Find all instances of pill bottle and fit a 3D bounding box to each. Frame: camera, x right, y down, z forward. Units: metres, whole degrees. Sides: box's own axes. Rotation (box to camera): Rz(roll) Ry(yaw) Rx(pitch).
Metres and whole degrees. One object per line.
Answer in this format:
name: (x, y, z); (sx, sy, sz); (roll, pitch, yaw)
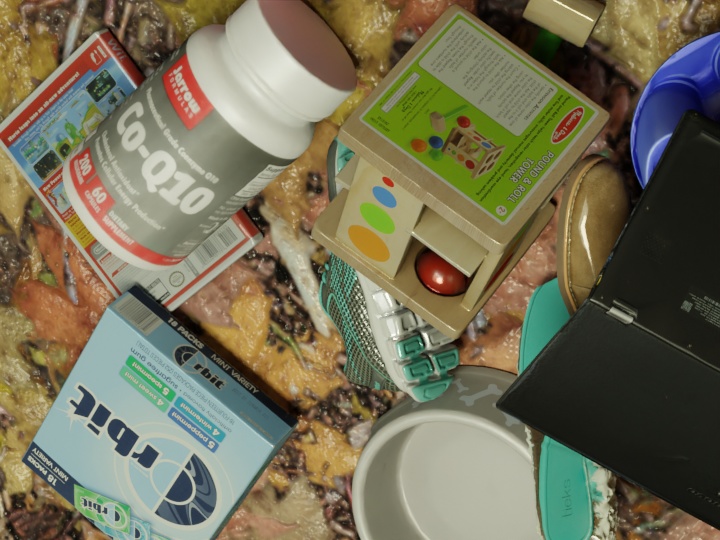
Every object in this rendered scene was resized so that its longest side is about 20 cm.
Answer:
pill bottle: (-0.106, -0.100, 1.234); (0.200, 0.114, 0.114); (-40, 89, 24)

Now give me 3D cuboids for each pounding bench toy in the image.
pounding bench toy: (0.081, -0.082, 1.156); (0.124, 0.200, 0.156); (36, 154, 8)

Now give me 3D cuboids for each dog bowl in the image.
dog bowl: (0.083, 0.173, 1.288); (0.200, 0.059, 0.200); (10, 113, 24)

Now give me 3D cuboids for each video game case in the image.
video game case: (-0.182, -0.067, 1.353); (0.143, 0.017, 0.200); (-36, 91, 33)

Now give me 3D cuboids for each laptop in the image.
laptop: (0.217, 0.040, 1.060); (0.187, 0.116, 0.200); (29, 84, -5)

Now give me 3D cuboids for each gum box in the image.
gum box: (-0.165, 0.137, 1.400); (0.170, 0.045, 0.200); (40, 128, 6)

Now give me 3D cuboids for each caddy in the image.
caddy: (0.255, -0.053, 1.081); (0.141, 0.105, 0.200); (-33, 104, 18)

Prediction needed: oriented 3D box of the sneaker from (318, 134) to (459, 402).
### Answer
sneaker: (0.000, 0.000, 1.256); (0.091, 0.078, 0.200); (-6, 99, 45)

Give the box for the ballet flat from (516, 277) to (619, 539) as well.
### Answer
ballet flat: (0.148, 0.104, 1.209); (0.072, 0.072, 0.200); (-8, 74, 30)

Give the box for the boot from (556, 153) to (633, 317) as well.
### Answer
boot: (0.173, 0.023, 1.109); (0.075, 0.074, 0.200); (10, 117, 45)
